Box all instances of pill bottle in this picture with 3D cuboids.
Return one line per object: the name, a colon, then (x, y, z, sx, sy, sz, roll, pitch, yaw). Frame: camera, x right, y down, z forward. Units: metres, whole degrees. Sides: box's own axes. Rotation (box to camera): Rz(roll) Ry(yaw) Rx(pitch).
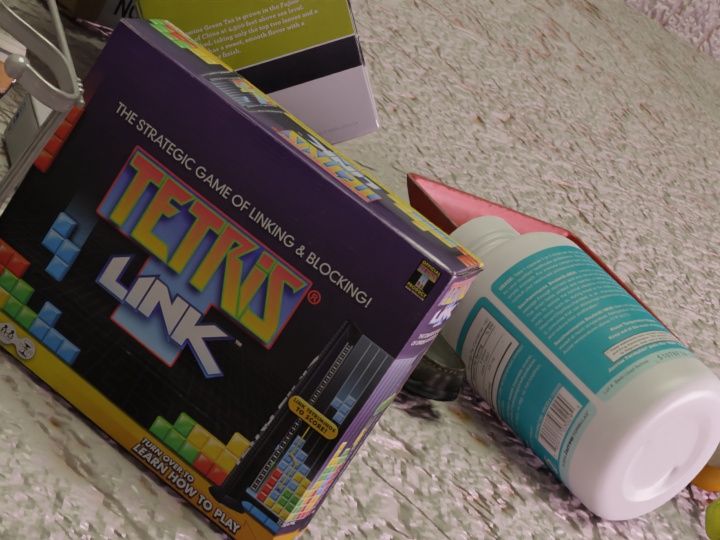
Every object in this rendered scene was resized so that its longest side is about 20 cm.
pill bottle: (0.125, 0.051, 1.378, 0.110, 0.111, 0.200, 13, 27, -50)

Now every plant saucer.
plant saucer: (0.139, 0.018, 1.631, 0.199, 0.037, 0.200, 18, 22, -44)

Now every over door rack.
over door rack: (-0.192, -0.071, 1.061, 0.066, 0.148, 0.200, 33, 17, -18)

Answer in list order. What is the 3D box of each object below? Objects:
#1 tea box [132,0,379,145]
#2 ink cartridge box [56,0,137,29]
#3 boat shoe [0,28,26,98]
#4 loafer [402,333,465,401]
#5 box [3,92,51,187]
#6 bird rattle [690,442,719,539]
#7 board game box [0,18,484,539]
tea box: (-0.086, -0.195, 1.471, 0.200, 0.133, 0.198, -114, -171, -63)
ink cartridge box: (-0.125, -0.249, 1.638, 0.075, 0.165, 0.199, 38, 16, 36)
boat shoe: (-0.241, -0.124, 1.267, 0.074, 0.063, 0.200, 27, 2, -28)
loafer: (0.000, 0.000, 1.353, 0.200, 0.072, 0.073, 45, 19, 30)
box: (-0.119, -0.020, 1.248, 0.144, 0.036, 0.200, 25, 19, -26)
bird rattle: (0.263, 0.117, 1.492, 0.162, 0.113, 0.200, 21, 10, 16)
board game box: (-0.069, 0.007, 1.042, 0.200, 0.166, 0.057, 37, 17, 13)
